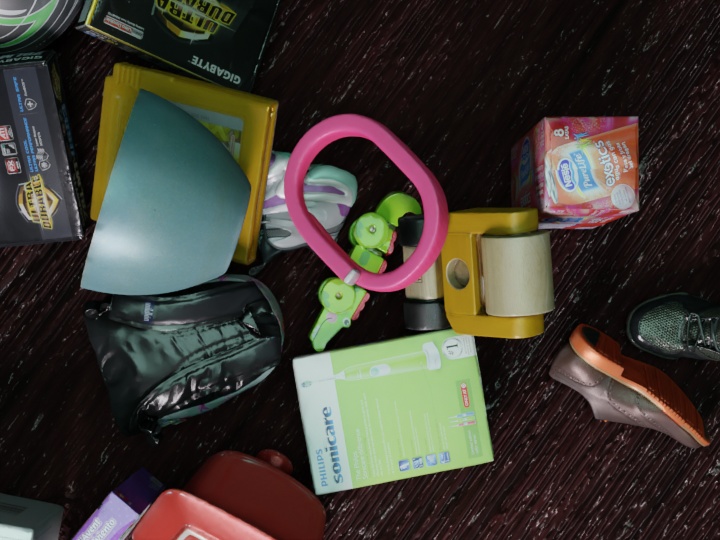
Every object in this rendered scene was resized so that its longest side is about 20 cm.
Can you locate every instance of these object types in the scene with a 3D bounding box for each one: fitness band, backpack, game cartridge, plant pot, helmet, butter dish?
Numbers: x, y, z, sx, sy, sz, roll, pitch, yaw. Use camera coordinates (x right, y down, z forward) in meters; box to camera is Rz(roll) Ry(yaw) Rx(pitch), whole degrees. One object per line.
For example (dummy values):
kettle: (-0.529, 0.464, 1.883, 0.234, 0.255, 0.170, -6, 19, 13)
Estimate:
fitness band: (0.003, -0.071, 1.237, 0.144, 0.037, 0.200, -49, 65, 13)
backpack: (-0.179, 0.074, 1.281, 0.197, 0.127, 0.170, -18, 101, -3)
game cartridge: (-0.192, -0.116, 1.280, 0.197, 0.032, 0.179, 15, 107, 15)
plant pot: (-0.184, -0.061, 1.188, 0.133, 0.200, 0.204, 18, 87, -10)
helmet: (-0.379, -0.320, 1.255, 0.188, 0.199, 0.204, 8, 87, -28)
butter dish: (-0.116, 0.258, 1.268, 0.198, 0.200, 0.149, 31, 55, -7)

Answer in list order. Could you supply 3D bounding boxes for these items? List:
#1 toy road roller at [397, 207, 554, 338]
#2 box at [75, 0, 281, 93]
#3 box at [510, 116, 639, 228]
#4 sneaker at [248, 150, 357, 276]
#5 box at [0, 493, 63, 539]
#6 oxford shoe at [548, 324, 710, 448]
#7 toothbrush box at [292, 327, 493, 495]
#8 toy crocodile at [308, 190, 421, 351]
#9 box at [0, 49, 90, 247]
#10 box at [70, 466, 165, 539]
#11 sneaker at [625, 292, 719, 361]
toy road roller: (0.139, -0.007, 1.266, 0.145, 0.198, 0.125, -12, 100, -43)
box: (-0.187, -0.297, 1.291, 0.198, 0.049, 0.162, 22, 85, -30)
box: (0.222, -0.100, 1.264, 0.098, 0.200, 0.097, 0, 87, -2)
sneaker: (-0.112, -0.066, 1.312, 0.197, 0.078, 0.142, 18, 87, -1)
box: (-0.393, 0.347, 1.249, 0.104, 0.152, 0.204, 11, 87, -2)
oxford shoe: (0.301, 0.142, 1.336, 0.199, 0.071, 0.073, 36, 115, -3)
toothbrush box: (0.034, 0.149, 1.305, 0.196, 0.086, 0.148, -11, 88, -3)
toy crocodile: (0.000, 0.000, 1.315, 0.061, 0.067, 0.202, 28, 83, -5)
box: (-0.403, -0.122, 1.269, 0.195, 0.050, 0.203, -5, 117, 0)
box: (-0.269, 0.277, 1.232, 0.039, 0.200, 0.137, 39, 86, 0)
sneaker: (0.395, 0.067, 1.310, 0.196, 0.114, 0.078, 11, 86, 0)
